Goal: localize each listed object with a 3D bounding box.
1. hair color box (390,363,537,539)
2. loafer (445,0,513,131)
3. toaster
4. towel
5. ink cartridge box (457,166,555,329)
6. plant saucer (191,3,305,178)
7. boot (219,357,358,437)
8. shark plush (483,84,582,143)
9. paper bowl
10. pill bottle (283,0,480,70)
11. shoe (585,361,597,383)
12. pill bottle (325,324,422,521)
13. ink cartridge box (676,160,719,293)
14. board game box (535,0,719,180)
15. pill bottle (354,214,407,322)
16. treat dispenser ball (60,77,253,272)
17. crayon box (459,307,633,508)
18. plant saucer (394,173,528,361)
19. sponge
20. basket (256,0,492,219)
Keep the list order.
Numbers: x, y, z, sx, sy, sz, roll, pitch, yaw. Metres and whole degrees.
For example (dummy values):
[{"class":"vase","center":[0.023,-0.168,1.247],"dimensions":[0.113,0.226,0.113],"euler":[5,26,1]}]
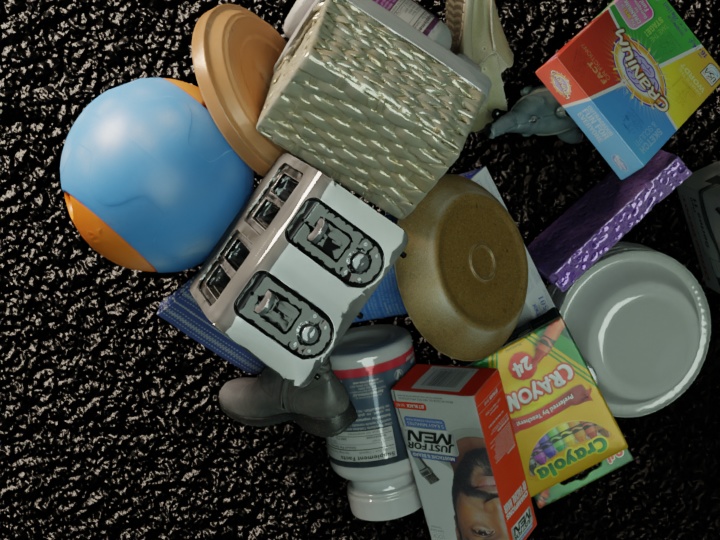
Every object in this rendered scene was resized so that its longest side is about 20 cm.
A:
[{"class":"hair color box","center":[0.114,0.206,1.556],"dimensions":[0.064,0.110,0.201],"euler":[-41,122,-46]},{"class":"loafer","center":[0.135,-0.253,1.584],"dimensions":[0.068,0.076,0.202],"euler":[-3,111,-12]},{"class":"toaster","center":[-0.062,-0.007,1.379],"dimensions":[0.118,0.200,0.181],"euler":[36,91,-18]},{"class":"towel","center":[-0.118,0.038,1.545],"dimensions":[0.144,0.200,0.024],"euler":[35,48,-18]},{"class":"ink cartridge box","center":[0.141,-0.013,1.615],"dimensions":[0.044,0.094,0.201],"euler":[-41,109,-41]},{"class":"plant saucer","center":[-0.099,-0.188,1.487],"dimensions":[0.032,0.201,0.201],"euler":[-24,108,27]},{"class":"boot","center":[-0.093,0.102,1.546],"dimensions":[0.070,0.199,0.132],"euler":[-42,122,-41]},{"class":"shark plush","center":[0.213,-0.186,1.575],"dimensions":[0.199,0.083,0.092],"euler":[-4,98,-38]},{"class":"paper bowl","center":[0.316,0.073,1.667],"dimensions":[0.199,0.104,0.202],"euler":[-2,101,-13]},{"class":"pill bottle","center":[0.026,-0.242,1.519],"dimensions":[0.199,0.112,0.113],"euler":[36,92,-2]},{"class":"shoe","center":[0.182,0.160,1.650],"dimensions":[0.200,0.091,0.072],"euler":[-36,98,8]},{"class":"pill bottle","center":[0.016,0.173,1.616],"dimensions":[0.119,0.120,0.202],"euler":[-13,104,-9]},{"class":"ink cartridge box","center":[0.448,-0.037,1.623],"dimensions":[0.083,0.200,0.148],"euler":[-21,104,-4]},{"class":"board game box","center":[0.302,-0.216,1.573],"dimensions":[0.153,0.040,0.200],"euler":[50,55,-5]},{"class":"pill bottle","center":[0.000,0.000,1.567],"dimensions":[0.198,0.112,0.113],"euler":[-10,103,8]},{"class":"treat dispenser ball","center":[-0.209,-0.098,1.473],"dimensions":[0.199,0.201,0.203],"euler":[-2,101,-11]},{"class":"crayon box","center":[0.210,0.160,1.576],"dimensions":[0.126,0.051,0.201],"euler":[-29,100,6]},{"class":"plant saucer","center":[0.118,-0.006,1.503],"dimensions":[0.199,0.035,0.202],"euler":[10,75,-42]},{"class":"sponge","center":[0.277,-0.063,1.627],"dimensions":[0.200,0.112,0.030],"euler":[-43,108,-1]},{"class":"basket","center":[0.011,-0.165,1.422],"dimensions":[0.199,0.124,0.136],"euler":[30,133,-12]}]
